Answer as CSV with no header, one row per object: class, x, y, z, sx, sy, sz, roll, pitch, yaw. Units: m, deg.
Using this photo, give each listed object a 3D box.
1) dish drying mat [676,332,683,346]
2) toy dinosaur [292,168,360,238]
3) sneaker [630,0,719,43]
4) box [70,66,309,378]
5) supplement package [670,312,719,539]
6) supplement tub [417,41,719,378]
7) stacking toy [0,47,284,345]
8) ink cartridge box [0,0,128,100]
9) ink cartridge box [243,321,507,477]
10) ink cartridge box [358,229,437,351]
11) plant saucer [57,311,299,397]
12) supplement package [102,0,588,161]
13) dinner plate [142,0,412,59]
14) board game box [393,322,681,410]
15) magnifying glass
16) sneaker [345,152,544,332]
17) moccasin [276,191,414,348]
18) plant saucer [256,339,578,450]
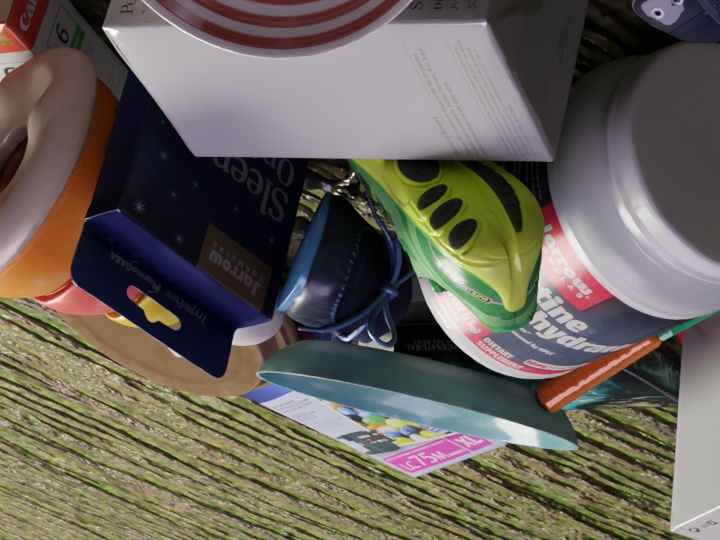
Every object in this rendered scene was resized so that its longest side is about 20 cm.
dish drying mat,0.210,0.000,1.435,0.076,0.018,0.200,1,151,23
toy dinosaur,-0.045,-0.041,1.454,0.088,0.048,0.200,6,164,2
sneaker,0.156,-0.174,1.059,0.146,0.077,0.202,-14,143,40
box,-0.081,-0.056,1.269,0.032,0.201,0.121,-13,143,40
supplement package,0.316,0.087,1.383,0.199,0.148,0.191,19,152,-21
supplement tub,0.132,-0.030,1.277,0.140,0.141,0.200,26,151,-22
stacking toy,-0.125,-0.017,1.318,0.199,0.147,0.146,31,149,-28
ink cartridge box,-0.219,-0.136,1.353,0.108,0.051,0.200,-1,150,28
ink cartridge box,-0.004,0.082,1.679,0.199,0.042,0.119,29,150,-24
ink cartridge box,0.075,0.016,1.487,0.161,0.057,0.200,0,173,0
plant saucer,-0.135,0.024,1.603,0.199,0.030,0.200,20,150,12
supplement package,-0.003,-0.134,1.167,0.199,0.122,0.120,1,151,23
dinner plate,-0.042,-0.195,1.068,0.199,0.024,0.201,9,112,23
board game box,0.119,0.061,1.508,0.134,0.028,0.200,-3,168,23
magnifying glass,0.184,0.020,1.353,0.200,0.080,0.022,-37,93,20
sneaker,0.036,-0.034,1.221,0.074,0.200,0.084,-16,124,-10
moccasin,0.000,0.000,1.290,0.068,0.081,0.200,24,-178,2
plant saucer,0.036,0.073,1.440,0.199,0.028,0.200,12,173,2
